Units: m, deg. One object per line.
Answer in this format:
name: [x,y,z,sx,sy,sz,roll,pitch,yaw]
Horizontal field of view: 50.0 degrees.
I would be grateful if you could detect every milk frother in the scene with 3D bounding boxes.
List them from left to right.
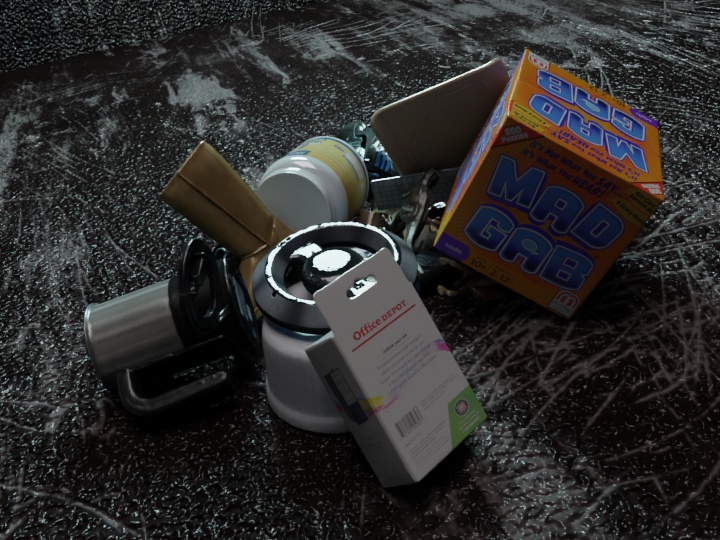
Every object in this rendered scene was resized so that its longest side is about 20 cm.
milk frother: [-0.232,0.053,0.896,0.184,0.203,0.182,-19,38,0]

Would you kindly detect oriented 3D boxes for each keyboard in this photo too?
keyboard: [0.114,-0.124,1.132,0.195,0.057,0.011,-8,49,11]

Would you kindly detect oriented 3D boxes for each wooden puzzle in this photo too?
wooden puzzle: [0.136,-0.194,1.095,0.196,0.186,0.038,-21,45,20]

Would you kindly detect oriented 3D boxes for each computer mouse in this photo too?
computer mouse: [0.132,-0.018,1.108,0.058,0.035,0.198,15,31,42]

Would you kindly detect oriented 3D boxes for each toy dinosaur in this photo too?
toy dinosaur: [0.066,-0.060,1.060,0.088,0.047,0.203,-38,30,45]

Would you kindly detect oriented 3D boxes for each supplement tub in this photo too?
supplement tub: [-0.074,-0.114,1.177,0.141,0.148,0.200,0,21,15]

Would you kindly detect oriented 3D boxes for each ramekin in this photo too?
ramekin: [-0.023,0.084,0.903,0.195,0.100,0.202,-7,30,4]

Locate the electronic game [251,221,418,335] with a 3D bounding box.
electronic game: [-0.030,0.005,0.899,0.194,0.042,0.202,-5,37,4]

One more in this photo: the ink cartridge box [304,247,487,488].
ink cartridge box: [0.026,0.095,0.771,0.116,0.203,0.067,-31,1,-35]

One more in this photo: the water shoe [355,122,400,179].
water shoe: [0.046,-0.168,1.283,0.077,0.072,0.203,-23,50,8]

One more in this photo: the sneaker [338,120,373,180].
sneaker: [-0.004,-0.218,1.415,0.078,0.077,0.200,-22,32,-17]

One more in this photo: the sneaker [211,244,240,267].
sneaker: [-0.168,-0.009,1.121,0.074,0.081,0.200,8,32,29]

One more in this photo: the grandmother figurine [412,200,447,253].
grandmother figurine: [0.140,-0.091,1.197,0.120,0.062,0.199,10,38,44]

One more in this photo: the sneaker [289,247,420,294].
sneaker: [0.000,0.000,1.065,0.196,0.079,0.085,10,31,29]

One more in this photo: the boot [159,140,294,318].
boot: [-0.188,-0.041,1.034,0.066,0.199,0.177,-18,35,57]

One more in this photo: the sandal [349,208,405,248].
sandal: [0.019,-0.074,1.194,0.078,0.059,0.202,9,32,20]

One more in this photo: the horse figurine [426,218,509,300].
horse figurine: [0.160,-0.023,1.048,0.129,0.051,0.203,3,44,-11]

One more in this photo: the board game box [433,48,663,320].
board game box: [0.234,-0.110,0.970,0.196,0.202,0.201,27,40,-1]
